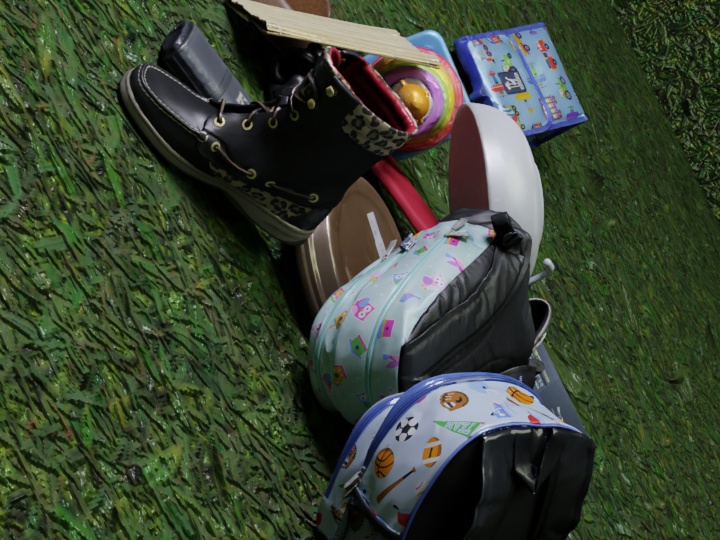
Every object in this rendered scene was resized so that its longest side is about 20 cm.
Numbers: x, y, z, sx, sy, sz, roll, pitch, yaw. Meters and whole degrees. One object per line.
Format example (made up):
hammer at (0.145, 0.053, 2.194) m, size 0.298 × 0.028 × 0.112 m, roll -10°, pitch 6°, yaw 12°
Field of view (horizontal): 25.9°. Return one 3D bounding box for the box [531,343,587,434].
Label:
box at (0.162, 0.118, 1.611) m, size 0.200 × 0.051 × 0.158 m, roll 65°, pitch 20°, yaw 3°

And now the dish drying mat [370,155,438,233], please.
dish drying mat at (0.045, -0.066, 1.513) m, size 0.077 × 0.018 × 0.200 m, roll 37°, pitch 14°, yaw -45°

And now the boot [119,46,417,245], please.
boot at (-0.069, -0.120, 1.201) m, size 0.200 × 0.151 × 0.073 m, roll 41°, pitch 32°, yaw -21°

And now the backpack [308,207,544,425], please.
backpack at (0.054, 0.054, 1.258) m, size 0.200 × 0.126 × 0.167 m, roll -38°, pitch 123°, yaw -44°

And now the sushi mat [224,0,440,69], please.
sushi mat at (-0.024, -0.223, 1.464) m, size 0.200 × 0.012 × 0.096 m, roll 6°, pitch 22°, yaw -36°

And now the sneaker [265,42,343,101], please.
sneaker at (-0.039, -0.177, 1.461) m, size 0.098 × 0.071 × 0.201 m, roll 56°, pitch 23°, yaw -21°

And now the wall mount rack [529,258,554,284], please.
wall mount rack at (0.148, -0.073, 1.766) m, size 0.174 × 0.074 × 0.200 m, roll 40°, pitch 31°, yaw -45°

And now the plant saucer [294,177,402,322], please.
plant saucer at (0.000, 0.000, 1.360) m, size 0.200 × 0.029 × 0.200 m, roll 47°, pitch 35°, yaw -48°

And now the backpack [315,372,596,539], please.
backpack at (0.072, 0.167, 1.127) m, size 0.200 × 0.191 × 0.154 m, roll 6°, pitch 31°, yaw -42°

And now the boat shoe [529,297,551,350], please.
boat shoe at (0.095, 0.079, 1.381) m, size 0.200 × 0.057 × 0.067 m, roll -32°, pitch 75°, yaw -37°

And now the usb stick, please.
usb stick at (-0.099, -0.122, 1.315) m, size 0.200 × 0.033 × 0.056 m, roll 53°, pitch 23°, yaw -26°

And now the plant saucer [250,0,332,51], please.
plant saucer at (-0.085, -0.301, 1.552) m, size 0.200 × 0.034 × 0.200 m, roll 47°, pitch 27°, yaw -34°

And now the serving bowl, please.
serving bowl at (0.134, -0.061, 1.498) m, size 0.200 × 0.066 × 0.201 m, roll 177°, pitch -90°, yaw -83°

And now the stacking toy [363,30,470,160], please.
stacking toy at (0.050, -0.166, 1.535) m, size 0.200 × 0.110 × 0.116 m, roll -82°, pitch 148°, yaw -81°

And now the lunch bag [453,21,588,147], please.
lunch bag at (0.195, -0.240, 2.075) m, size 0.200 × 0.094 × 0.151 m, roll -17°, pitch 82°, yaw -56°
